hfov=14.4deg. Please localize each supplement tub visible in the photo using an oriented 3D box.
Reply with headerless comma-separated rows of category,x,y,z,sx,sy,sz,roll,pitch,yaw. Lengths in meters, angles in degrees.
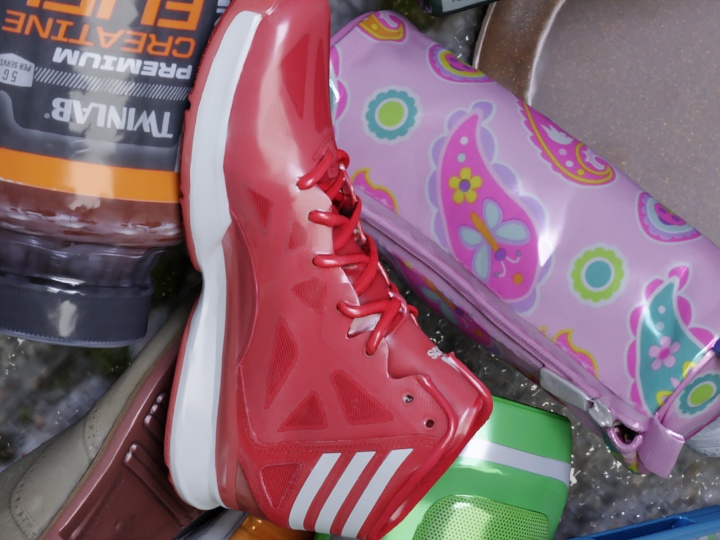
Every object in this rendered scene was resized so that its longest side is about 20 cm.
supplement tub,-0.096,-0.077,1.011,0.106,0.107,0.201,5,99,-21

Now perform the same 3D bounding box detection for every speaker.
speaker,0.017,0.141,1.056,0.088,0.088,0.201,16,89,-22

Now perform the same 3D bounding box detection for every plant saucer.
plant saucer,0.142,-0.065,1.093,0.199,0.034,0.202,-2,80,12

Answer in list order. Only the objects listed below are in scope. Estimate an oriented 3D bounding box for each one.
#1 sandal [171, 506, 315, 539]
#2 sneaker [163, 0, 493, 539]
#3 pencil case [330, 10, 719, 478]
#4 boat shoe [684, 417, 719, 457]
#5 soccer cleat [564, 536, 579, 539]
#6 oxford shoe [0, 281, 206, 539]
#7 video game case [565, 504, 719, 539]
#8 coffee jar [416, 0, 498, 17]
sandal,-0.057,0.133,1.087,0.207,0.059,0.079,-42,121,-24
sneaker,0.000,0.000,0.992,0.078,0.115,0.201,-35,135,-57
pencil case,0.058,-0.010,1.043,0.200,0.087,0.088,40,85,16
boat shoe,0.164,-0.021,1.143,0.071,0.072,0.201,23,81,-54
soccer cleat,0.043,0.195,1.140,0.081,0.068,0.201,17,78,18
oxford shoe,-0.099,0.071,1.062,0.200,0.075,0.071,-54,138,-24
video game case,0.096,0.170,1.110,0.200,0.018,0.144,-1,105,-62
coffee jar,0.104,-0.165,1.042,0.199,0.105,0.086,-15,128,-1
